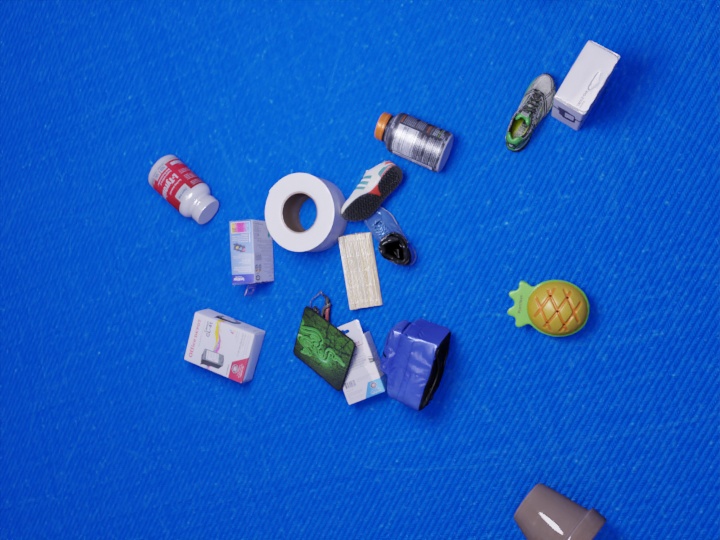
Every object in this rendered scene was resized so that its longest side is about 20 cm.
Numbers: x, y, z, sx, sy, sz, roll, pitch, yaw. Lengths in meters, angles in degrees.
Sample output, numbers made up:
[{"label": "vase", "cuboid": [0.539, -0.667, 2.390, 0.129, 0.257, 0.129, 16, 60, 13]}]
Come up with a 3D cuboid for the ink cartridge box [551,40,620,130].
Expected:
[{"label": "ink cartridge box", "cuboid": [0.524, -0.429, 1.509, 0.083, 0.200, 0.147, 32, 99, 12]}]

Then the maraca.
[{"label": "maraca", "cuboid": [0.464, 0.091, 1.588, 0.194, 0.107, 0.142, 6, 94, 15]}]

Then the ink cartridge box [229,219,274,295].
[{"label": "ink cartridge box", "cuboid": [-0.299, -0.035, 1.780, 0.074, 0.136, 0.207, -4, 90, 17]}]

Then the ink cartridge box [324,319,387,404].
[{"label": "ink cartridge box", "cuboid": [-0.010, 0.244, 1.743, 0.114, 0.068, 0.205, -22, 86, 16]}]

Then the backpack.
[{"label": "backpack", "cuboid": [0.138, 0.242, 1.661, 0.164, 0.162, 0.206, 18, 109, 23]}]

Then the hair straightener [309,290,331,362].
[{"label": "hair straightener", "cuboid": [-0.121, 0.156, 1.784, 0.075, 0.041, 0.206, 4, 98, 16]}]

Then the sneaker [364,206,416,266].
[{"label": "sneaker", "cuboid": [0.068, -0.096, 1.690, 0.076, 0.111, 0.202, -38, 82, 13]}]

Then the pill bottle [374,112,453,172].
[{"label": "pill bottle", "cuboid": [0.135, -0.342, 1.668, 0.196, 0.106, 0.109, 26, 98, 13]}]

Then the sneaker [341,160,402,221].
[{"label": "sneaker", "cuboid": [0.023, -0.216, 1.715, 0.199, 0.094, 0.070, -43, 123, 6]}]

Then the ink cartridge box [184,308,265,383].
[{"label": "ink cartridge box", "cuboid": [-0.390, 0.215, 1.840, 0.195, 0.085, 0.152, 18, 96, 13]}]

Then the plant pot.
[{"label": "plant pot", "cuboid": [0.473, 0.628, 1.573, 0.174, 0.199, 0.203, 37, 101, 28]}]

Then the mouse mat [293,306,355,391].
[{"label": "mouse mat", "cuboid": [-0.102, 0.211, 1.741, 0.198, 0.007, 0.165, 34, 119, 31]}]

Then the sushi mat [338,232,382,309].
[{"label": "sushi mat", "cuboid": [0.000, 0.000, 1.748, 0.093, 0.012, 0.206, -10, 89, -4]}]

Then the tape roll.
[{"label": "tape roll", "cuboid": [-0.143, -0.153, 1.733, 0.197, 0.139, 0.209, 0, 91, 16]}]

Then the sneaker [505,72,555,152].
[{"label": "sneaker", "cuboid": [0.426, -0.394, 1.597, 0.077, 0.085, 0.204, 26, 97, 13]}]

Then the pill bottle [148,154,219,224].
[{"label": "pill bottle", "cuboid": [-0.505, -0.229, 1.844, 0.199, 0.112, 0.113, 40, 101, 11]}]
